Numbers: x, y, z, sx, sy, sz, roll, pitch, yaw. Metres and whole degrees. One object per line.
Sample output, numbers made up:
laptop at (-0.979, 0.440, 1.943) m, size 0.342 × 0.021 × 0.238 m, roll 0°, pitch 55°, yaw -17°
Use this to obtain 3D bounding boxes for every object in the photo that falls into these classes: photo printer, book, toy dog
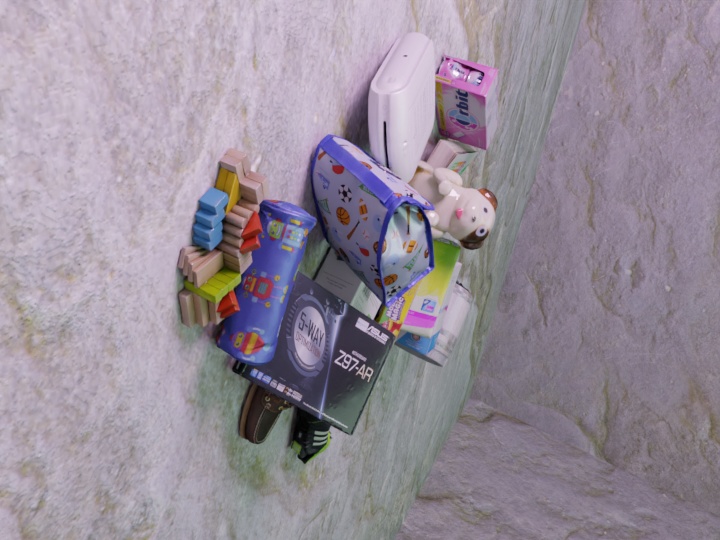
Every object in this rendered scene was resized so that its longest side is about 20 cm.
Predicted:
photo printer at (0.064, -0.241, 0.956) m, size 0.203 × 0.067 × 0.169 m, roll -67°, pitch 158°, yaw -43°
book at (0.183, -0.217, 1.369) m, size 0.135 × 0.048 × 0.199 m, roll -54°, pitch 167°, yaw 23°
toy dog at (0.158, -0.115, 1.181) m, size 0.143 × 0.197 × 0.193 m, roll -64°, pitch 152°, yaw -2°

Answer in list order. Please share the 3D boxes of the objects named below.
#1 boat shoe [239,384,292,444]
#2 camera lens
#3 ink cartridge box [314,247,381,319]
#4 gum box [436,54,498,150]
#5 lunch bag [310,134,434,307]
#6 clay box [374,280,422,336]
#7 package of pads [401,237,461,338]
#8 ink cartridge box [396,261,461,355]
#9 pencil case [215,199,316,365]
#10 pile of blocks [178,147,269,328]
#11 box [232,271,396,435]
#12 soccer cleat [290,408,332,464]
boat shoe at (-0.123, 0.173, 0.940) m, size 0.070 × 0.069 × 0.205 m, roll -6°, pitch 117°, yaw -69°
camera lens at (0.181, 0.116, 1.564) m, size 0.204 × 0.157 × 0.160 m, roll -65°, pitch 160°, yaw -9°
ink cartridge box at (0.000, 0.000, 1.068) m, size 0.204 × 0.082 × 0.147 m, roll -63°, pitch 160°, yaw -16°
gum box at (0.214, -0.337, 1.257) m, size 0.067 × 0.111 × 0.201 m, roll -62°, pitch 160°, yaw -14°
lunch bag at (0.017, -0.080, 0.881) m, size 0.123 × 0.170 × 0.202 m, roll -39°, pitch 148°, yaw -13°
clay box at (0.064, 0.057, 1.167) m, size 0.115 × 0.046 × 0.205 m, roll -93°, pitch -155°, yaw -77°
package of pads at (0.098, 0.019, 1.257) m, size 0.068 × 0.150 × 0.205 m, roll -113°, pitch -140°, yaw -74°
ink cartridge box at (0.122, 0.056, 1.365) m, size 0.084 × 0.141 × 0.205 m, roll -16°, pitch 125°, yaw -65°
pencil case at (-0.118, 0.014, 0.774) m, size 0.087 × 0.076 × 0.205 m, roll -74°, pitch -177°, yaw -84°
pile of blocks at (-0.146, -0.025, 0.683) m, size 0.082 × 0.061 × 0.206 m, roll -21°, pitch 129°, yaw -65°
box at (-0.061, 0.118, 0.894) m, size 0.043 × 0.198 × 0.163 m, roll -1°, pitch -122°, yaw 63°
soccer cleat at (-0.094, 0.297, 1.156) m, size 0.081 × 0.067 × 0.203 m, roll -42°, pitch 150°, yaw -27°
